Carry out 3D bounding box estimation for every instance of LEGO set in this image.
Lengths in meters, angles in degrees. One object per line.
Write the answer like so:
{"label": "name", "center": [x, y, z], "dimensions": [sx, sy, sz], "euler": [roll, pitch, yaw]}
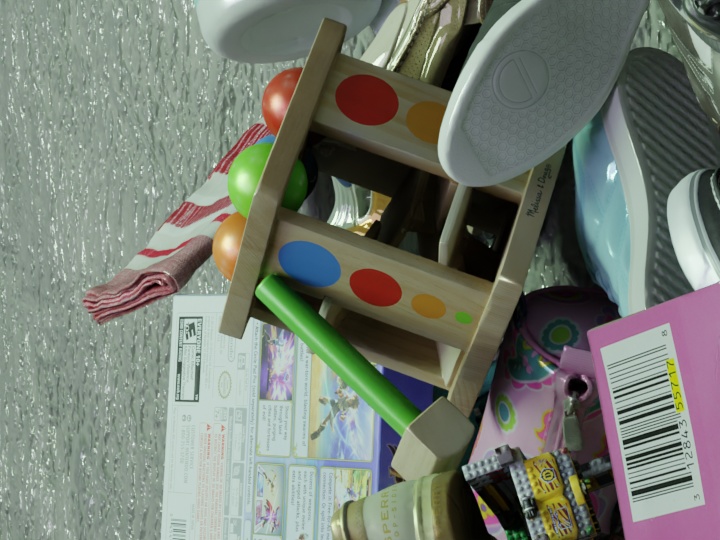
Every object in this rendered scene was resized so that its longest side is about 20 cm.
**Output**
{"label": "LEGO set", "center": [0.129, 0.147, 1.135], "dimensions": [0.116, 0.152, 0.202], "euler": [52, -152, -68]}

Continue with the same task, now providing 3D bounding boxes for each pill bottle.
{"label": "pill bottle", "center": [-0.060, -0.233, 1.445], "dimensions": [0.111, 0.110, 0.202], "euler": [-41, 59, 57]}

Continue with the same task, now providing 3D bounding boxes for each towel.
{"label": "towel", "center": [-0.081, -0.049, 1.510], "dimensions": [0.023, 0.200, 0.144], "euler": [48, 154, -12]}

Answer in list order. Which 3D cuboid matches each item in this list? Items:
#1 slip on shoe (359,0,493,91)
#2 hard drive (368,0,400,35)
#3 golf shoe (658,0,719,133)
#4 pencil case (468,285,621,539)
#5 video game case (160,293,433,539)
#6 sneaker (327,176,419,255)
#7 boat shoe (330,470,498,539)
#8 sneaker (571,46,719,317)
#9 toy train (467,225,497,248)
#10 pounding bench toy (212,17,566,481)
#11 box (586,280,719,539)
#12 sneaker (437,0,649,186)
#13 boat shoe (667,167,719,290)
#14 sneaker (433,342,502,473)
{"label": "slip on shoe", "center": [0.062, -0.147, 1.292], "dimensions": [0.061, 0.076, 0.201], "euler": [40, 105, 27]}
{"label": "hard drive", "center": [0.010, -0.229, 1.458], "dimensions": [0.201, 0.026, 0.133], "euler": [59, 143, 41]}
{"label": "golf shoe", "center": [0.197, -0.078, 1.090], "dimensions": [0.201, 0.077, 0.095], "euler": [63, 177, 18]}
{"label": "pencil case", "center": [0.098, 0.105, 1.277], "dimensions": [0.088, 0.087, 0.201], "euler": [53, 139, 46]}
{"label": "video game case", "center": [-0.038, 0.113, 1.366], "dimensions": [0.180, 0.045, 0.202], "euler": [-1, 85, 47]}
{"label": "sneaker", "center": [0.018, -0.023, 1.414], "dimensions": [0.075, 0.088, 0.202], "euler": [22, 109, 25]}
{"label": "boat shoe", "center": [0.038, 0.164, 1.201], "dimensions": [0.201, 0.063, 0.074], "euler": [65, -161, -57]}
{"label": "sneaker", "center": [0.146, -0.004, 1.189], "dimensions": [0.082, 0.073, 0.202], "euler": [130, 141, -56]}
{"label": "toy train", "center": [0.093, -0.097, 1.311], "dimensions": [0.046, 0.034, 0.201], "euler": [-122, 38, -47]}
{"label": "pounding bench toy", "center": [0.000, 0.000, 1.220], "dimensions": [0.125, 0.155, 0.201], "euler": [109, 180, -52]}
{"label": "box", "center": [0.207, 0.090, 0.940], "dimensions": [0.097, 0.199, 0.177], "euler": [-26, 72, 60]}
{"label": "sneaker", "center": [0.089, -0.136, 1.202], "dimensions": [0.201, 0.070, 0.099], "euler": [-59, 29, 2]}
{"label": "boat shoe", "center": [0.205, 0.021, 1.084], "dimensions": [0.066, 0.070, 0.201], "euler": [-50, 47, 34]}
{"label": "sneaker", "center": [0.055, 0.081, 1.396], "dimensions": [0.080, 0.077, 0.200], "euler": [57, 150, 8]}
